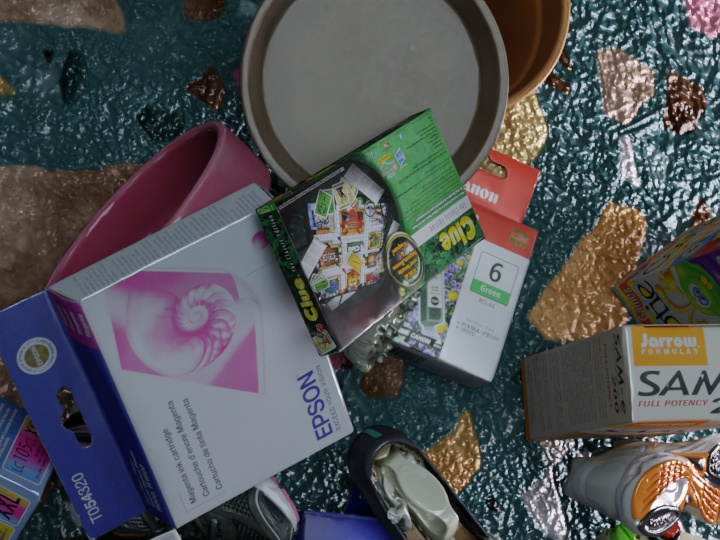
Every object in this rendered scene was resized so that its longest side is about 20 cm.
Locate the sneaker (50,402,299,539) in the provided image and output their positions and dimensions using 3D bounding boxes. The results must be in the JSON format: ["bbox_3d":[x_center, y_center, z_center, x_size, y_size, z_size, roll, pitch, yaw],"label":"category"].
[{"bbox_3d":[-0.141,0.166,1.085,0.199,0.081,0.087,25,54,16],"label":"sneaker"}]

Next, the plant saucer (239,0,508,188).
[{"bbox_3d":[0.010,-0.138,1.098,0.198,0.029,0.203,0,94,-6],"label":"plant saucer"}]

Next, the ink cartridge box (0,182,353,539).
[{"bbox_3d":[-0.119,0.072,0.992,0.199,0.043,0.198,-29,124,-16],"label":"ink cartridge box"}]

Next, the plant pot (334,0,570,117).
[{"bbox_3d":[0.052,-0.204,1.209,0.198,0.140,0.203,3,80,-16],"label":"plant pot"}]

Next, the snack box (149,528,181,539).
[{"bbox_3d":[-0.166,0.249,1.027,0.071,0.201,0.024,-21,60,-30],"label":"snack box"}]

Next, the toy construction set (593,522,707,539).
[{"bbox_3d":[0.252,0.272,1.204,0.199,0.092,0.132,31,48,-17],"label":"toy construction set"}]

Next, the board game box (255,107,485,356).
[{"bbox_3d":[0.012,-0.031,1.012,0.200,0.023,0.106,-35,102,-50],"label":"board game box"}]

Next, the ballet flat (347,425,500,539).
[{"bbox_3d":[0.062,0.197,1.082,0.073,0.073,0.201,-36,90,-19],"label":"ballet flat"}]

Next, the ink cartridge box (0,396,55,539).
[{"bbox_3d":[-0.322,0.132,1.033,0.199,0.137,0.077,30,28,-8],"label":"ink cartridge box"}]

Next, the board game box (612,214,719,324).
[{"bbox_3d":[0.308,0.012,1.212,0.104,0.200,0.103,-35,90,-19],"label":"board game box"}]

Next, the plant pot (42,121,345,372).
[{"bbox_3d":[-0.109,0.023,1.102,0.179,0.199,0.201,44,70,-20],"label":"plant pot"}]

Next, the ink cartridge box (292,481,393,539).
[{"bbox_3d":[0.006,0.258,1.136,0.135,0.076,0.202,7,76,-15],"label":"ink cartridge box"}]

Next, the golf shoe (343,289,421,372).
[{"bbox_3d":[0.000,0.000,1.103,0.097,0.079,0.200,28,29,-3],"label":"golf shoe"}]

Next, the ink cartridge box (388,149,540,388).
[{"bbox_3d":[0.082,-0.018,1.230,0.108,0.050,0.202,22,75,-11],"label":"ink cartridge box"}]

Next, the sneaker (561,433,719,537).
[{"bbox_3d":[0.237,0.160,1.202,0.199,0.091,0.077,6,97,-51],"label":"sneaker"}]

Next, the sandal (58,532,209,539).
[{"bbox_3d":[-0.180,0.224,1.103,0.200,0.057,0.080,-26,69,-33],"label":"sandal"}]

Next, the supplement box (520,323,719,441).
[{"bbox_3d":[0.220,0.091,1.171,0.125,0.200,0.074,0,80,-16],"label":"supplement box"}]
